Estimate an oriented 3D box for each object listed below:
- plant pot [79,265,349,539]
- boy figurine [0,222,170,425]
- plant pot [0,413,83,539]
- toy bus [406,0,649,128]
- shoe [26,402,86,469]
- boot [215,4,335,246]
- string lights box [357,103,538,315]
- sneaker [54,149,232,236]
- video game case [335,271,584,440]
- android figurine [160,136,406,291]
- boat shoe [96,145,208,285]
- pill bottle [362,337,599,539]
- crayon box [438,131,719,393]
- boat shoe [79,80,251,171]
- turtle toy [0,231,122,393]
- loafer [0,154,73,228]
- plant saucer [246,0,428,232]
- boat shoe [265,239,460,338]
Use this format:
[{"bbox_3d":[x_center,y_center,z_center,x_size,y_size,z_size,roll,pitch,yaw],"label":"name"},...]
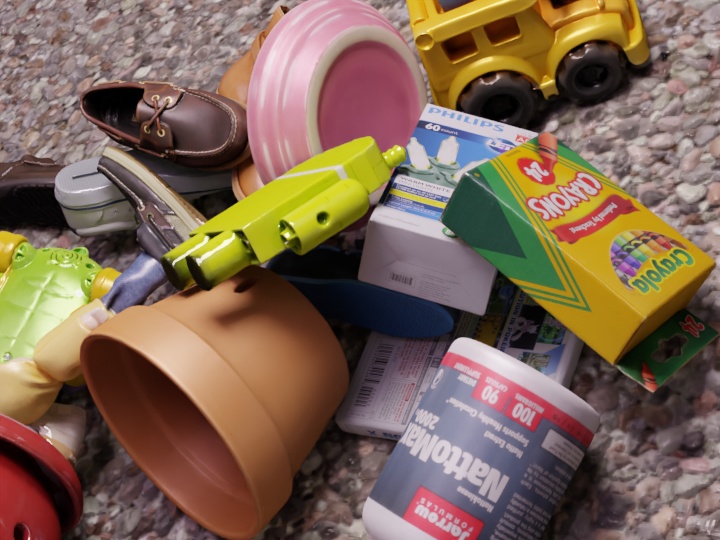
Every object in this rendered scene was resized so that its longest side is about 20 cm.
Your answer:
[{"bbox_3d":[-0.104,0.089,1.120,0.199,0.201,0.140,22,51,39],"label":"plant pot"},{"bbox_3d":[-0.231,0.048,1.181,0.200,0.065,0.124,-41,8,-3],"label":"boy figurine"},{"bbox_3d":[-0.331,0.219,1.130,0.198,0.201,0.184,-6,46,25],"label":"plant pot"},{"bbox_3d":[0.131,-0.239,1.236,0.198,0.193,0.137,-18,46,13],"label":"toy bus"},{"bbox_3d":[-0.327,0.127,1.219,0.198,0.070,0.054,10,64,11],"label":"shoe"},{"bbox_3d":[-0.059,-0.130,1.279,0.200,0.073,0.155,46,112,27],"label":"boot"},{"bbox_3d":[0.074,-0.053,1.138,0.102,0.059,0.201,15,35,7],"label":"string lights box"},{"bbox_3d":[-0.193,-0.081,1.379,0.198,0.071,0.073,-9,45,-5],"label":"sneaker"},{"bbox_3d":[0.093,0.051,1.144,0.181,0.022,0.201,5,57,32],"label":"video game case"},{"bbox_3d":[-0.054,-0.045,1.088,0.199,0.041,0.182,-33,13,-24],"label":"android figurine"},{"bbox_3d":[-0.172,-0.033,1.284,0.200,0.073,0.065,41,87,15],"label":"boat shoe"},{"bbox_3d":[0.071,0.161,0.992,0.119,0.119,0.201,24,82,40],"label":"pill bottle"},{"bbox_3d":[0.171,-0.011,1.037,0.200,0.051,0.127,40,37,17],"label":"crayon box"},{"bbox_3d":[-0.179,-0.135,1.300,0.199,0.070,0.071,10,86,42],"label":"boat shoe"},{"bbox_3d":[-0.293,0.066,1.290,0.144,0.101,0.201,20,66,12],"label":"turtle toy"},{"bbox_3d":[-0.329,-0.092,1.457,0.198,0.073,0.071,1,55,29],"label":"loafer"},{"bbox_3d":[-0.008,-0.132,1.218,0.051,0.201,0.202,6,57,44],"label":"plant saucer"},{"bbox_3d":[0.000,0.000,1.166,0.199,0.084,0.069,14,59,34],"label":"boat shoe"}]
